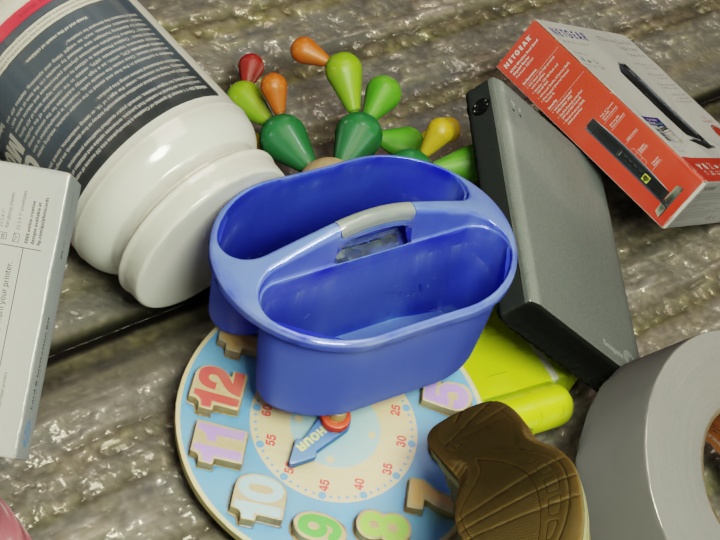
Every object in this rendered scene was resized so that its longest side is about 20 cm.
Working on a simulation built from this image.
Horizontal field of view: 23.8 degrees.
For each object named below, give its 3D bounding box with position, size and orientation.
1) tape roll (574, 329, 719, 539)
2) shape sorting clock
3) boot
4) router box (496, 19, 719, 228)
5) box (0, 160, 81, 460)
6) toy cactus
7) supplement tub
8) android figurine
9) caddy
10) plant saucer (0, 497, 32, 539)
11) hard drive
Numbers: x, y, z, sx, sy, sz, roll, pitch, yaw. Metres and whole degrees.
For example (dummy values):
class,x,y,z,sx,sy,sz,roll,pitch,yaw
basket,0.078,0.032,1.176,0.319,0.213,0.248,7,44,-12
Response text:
class,x,y,z,sx,sy,sz,roll,pitch,yaw
tape roll,0.233,0.143,1.100,0.200,0.066,0.200,16,62,-32
shape sorting clock,-0.016,0.096,1.061,0.200,0.039,0.200,5,54,-6
boot,0.104,0.174,0.963,0.072,0.155,0.200,-24,19,-2
router box,0.218,-0.113,1.325,0.180,0.049,0.200,47,23,17
box,-0.263,0.008,0.911,0.200,0.041,0.156,10,82,1
toy cactus,-0.015,-0.076,1.207,0.200,0.102,0.165,24,50,1
supplement tub,-0.157,-0.088,1.110,0.140,0.140,0.200,-27,66,-40
android figurine,0.080,0.040,1.185,0.200,0.041,0.182,-11,57,-31
caddy,0.000,0.000,1.053,0.200,0.105,0.141,-17,53,-29
plant saucer,-0.263,0.137,0.860,0.200,0.051,0.201,7,20,-3
hard drive,0.132,-0.021,1.176,0.140,0.033,0.200,35,37,-39
